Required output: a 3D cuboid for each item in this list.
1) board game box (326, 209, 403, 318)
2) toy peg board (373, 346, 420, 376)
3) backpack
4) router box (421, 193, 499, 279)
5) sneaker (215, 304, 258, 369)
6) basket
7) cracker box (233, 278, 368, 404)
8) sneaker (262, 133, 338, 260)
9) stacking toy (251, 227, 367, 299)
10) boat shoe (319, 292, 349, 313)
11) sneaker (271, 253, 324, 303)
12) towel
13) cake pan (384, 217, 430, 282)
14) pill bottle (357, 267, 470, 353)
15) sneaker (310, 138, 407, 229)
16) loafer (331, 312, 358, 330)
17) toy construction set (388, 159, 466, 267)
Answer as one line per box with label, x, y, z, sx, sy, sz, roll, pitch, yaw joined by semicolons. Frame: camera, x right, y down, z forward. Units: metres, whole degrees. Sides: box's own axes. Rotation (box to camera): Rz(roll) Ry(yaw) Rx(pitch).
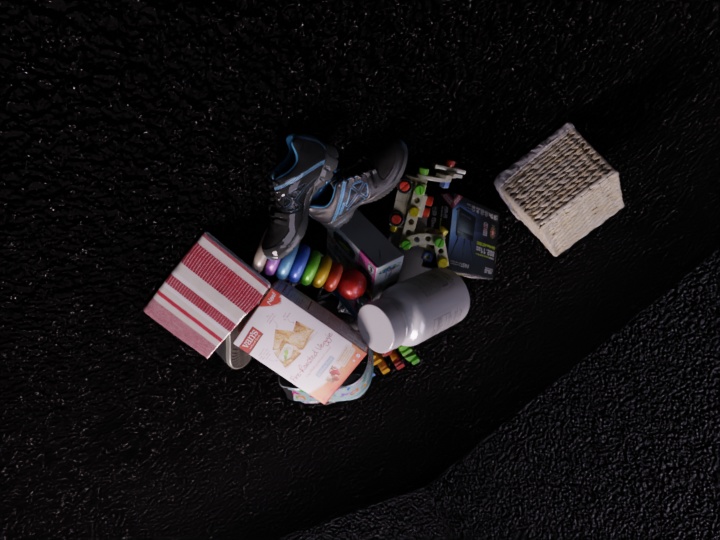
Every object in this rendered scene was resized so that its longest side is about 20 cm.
board game box;0.000;0.000;1.007;0.064;0.148;0.200;-29;149;-24
toy peg board;0.056;0.223;1.411;0.199;0.098;0.200;-33;148;3
backpack;-0.069;0.204;1.163;0.200;0.178;0.151;-7;143;10
router box;0.214;-0.066;1.095;0.200;0.062;0.150;10;86;-48
sneaker;-0.256;0.078;0.988;0.075;0.106;0.200;-12;116;-52
basket;0.429;-0.165;1.130;0.200;0.161;0.198;-38;148;14
cracker box;-0.103;0.126;0.928;0.134;0.200;0.058;-53;-174;19
sneaker;-0.114;-0.113;0.805;0.082;0.073;0.200;19;100;-39
stacking toy;-0.082;-0.003;0.910;0.200;0.085;0.085;22;130;-8
boat shoe;-0.059;0.079;1.141;0.199;0.075;0.066;-12;150;-11
sneaker;-0.134;0.056;1.031;0.200;0.091;0.066;-40;146;15
towel;-0.264;0.045;0.900;0.144;0.023;0.200;40;112;-11
cake pan;0.110;-0.023;1.076;0.200;0.037;0.200;-6;100;-41
pill bottle;0.096;0.073;0.950;0.200;0.114;0.114;-20;148;-40
sneaker;-0.007;-0.147;0.873;0.200;0.073;0.082;-42;146;15
loafer;-0.088;0.127;1.054;0.200;0.070;0.075;-5;-172;25
toy construction set;0.123;-0.113;0.970;0.092;0.131;0.200;-51;155;-85
